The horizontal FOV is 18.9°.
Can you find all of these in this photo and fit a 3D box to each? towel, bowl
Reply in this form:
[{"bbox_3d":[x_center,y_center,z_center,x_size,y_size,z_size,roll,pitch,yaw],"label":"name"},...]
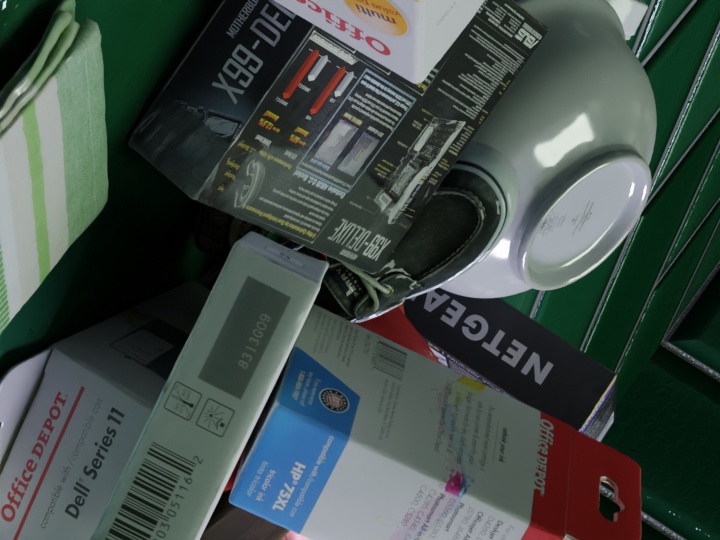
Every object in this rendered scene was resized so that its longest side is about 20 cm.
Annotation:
[{"bbox_3d":[-0.164,0.003,0.840,0.200,0.023,0.153,-53,167,-26],"label":"towel"},{"bbox_3d":[0.102,-0.054,1.232,0.200,0.090,0.202,-30,147,-23],"label":"bowl"}]

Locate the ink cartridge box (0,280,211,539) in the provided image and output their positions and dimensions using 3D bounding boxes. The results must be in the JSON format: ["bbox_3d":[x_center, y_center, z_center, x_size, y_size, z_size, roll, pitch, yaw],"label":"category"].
[{"bbox_3d":[-0.122,0.087,1.084,0.118,0.067,0.200,-64,166,21],"label":"ink cartridge box"}]

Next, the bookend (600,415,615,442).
[{"bbox_3d":[0.084,0.112,1.625,0.092,0.198,0.200,-58,168,-8],"label":"bookend"}]

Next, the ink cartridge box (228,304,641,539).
[{"bbox_3d":[0.042,0.107,1.114,0.068,0.199,0.116,-62,-175,26],"label":"ink cartridge box"}]

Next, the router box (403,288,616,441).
[{"bbox_3d":[0.077,0.051,1.457,0.052,0.199,0.157,-55,168,-8],"label":"router box"}]

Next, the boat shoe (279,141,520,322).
[{"bbox_3d":[0.000,0.000,1.170,0.199,0.072,0.071,-30,-168,32],"label":"boat shoe"}]

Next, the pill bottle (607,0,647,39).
[{"bbox_3d":[0.096,-0.100,1.372,0.201,0.113,0.113,-61,167,12],"label":"pill bottle"}]

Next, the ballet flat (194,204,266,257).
[{"bbox_3d":[-0.018,-0.088,1.119,0.201,0.046,0.067,-56,167,-10],"label":"ballet flat"}]

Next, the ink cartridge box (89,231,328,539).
[{"bbox_3d":[-0.069,0.059,1.030,0.200,0.047,0.161,-93,-151,-85],"label":"ink cartridge box"}]

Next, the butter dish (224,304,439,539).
[{"bbox_3d":[-0.008,0.115,1.304,0.199,0.148,0.201,-40,149,-22],"label":"butter dish"}]

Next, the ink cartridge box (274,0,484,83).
[{"bbox_3d":[0.006,-0.177,0.817,0.126,0.128,0.200,-53,166,-18],"label":"ink cartridge box"}]

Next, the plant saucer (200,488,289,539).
[{"bbox_3d":[-0.125,0.171,1.171,0.199,0.030,0.200,-29,-177,2],"label":"plant saucer"}]

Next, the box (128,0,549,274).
[{"bbox_3d":[-0.004,-0.090,1.037,0.158,0.050,0.200,-55,154,7],"label":"box"}]
